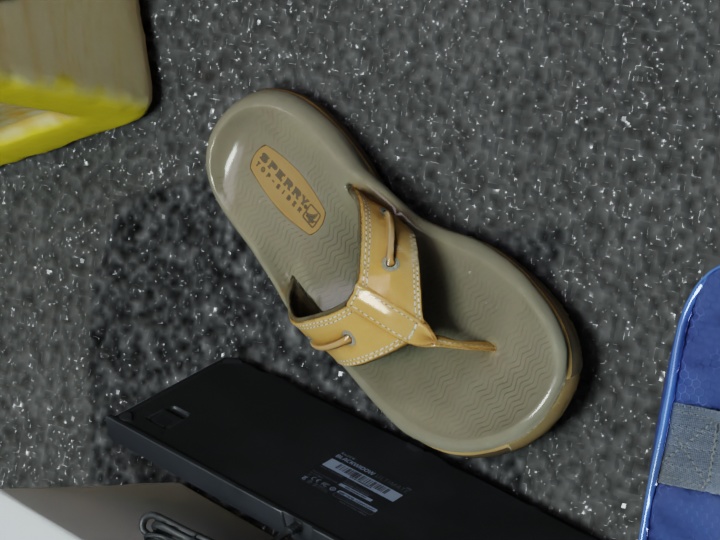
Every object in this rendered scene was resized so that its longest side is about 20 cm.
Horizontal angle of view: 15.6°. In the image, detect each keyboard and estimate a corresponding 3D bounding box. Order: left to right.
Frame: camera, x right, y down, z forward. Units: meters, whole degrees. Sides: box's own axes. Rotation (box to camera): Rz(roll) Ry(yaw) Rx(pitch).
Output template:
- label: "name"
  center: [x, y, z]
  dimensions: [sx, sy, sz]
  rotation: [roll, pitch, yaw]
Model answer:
- label: "keyboard"
  center: [-0.016, 0.094, 0.979]
  dimensions: [0.200, 0.127, 0.021]
  rotation: [24, 124, 33]

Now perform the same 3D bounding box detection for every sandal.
- label: "sandal"
  center: [0.000, 0.000, 1.012]
  dimensions: [0.200, 0.054, 0.080]
  rotation: [45, 110, 28]

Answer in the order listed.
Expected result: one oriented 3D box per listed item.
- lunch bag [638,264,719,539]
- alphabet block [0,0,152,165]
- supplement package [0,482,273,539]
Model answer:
- label: "lunch bag"
  center: [0.194, 0.074, 0.832]
  dimensions: [0.199, 0.132, 0.137]
  rotation: [9, 91, 34]
- label: "alphabet block"
  center: [-0.226, -0.145, 1.091]
  dimensions: [0.196, 0.195, 0.201]
  rotation: [-17, 78, 33]
- label: "supplement package"
  center: [-0.051, 0.174, 0.992]
  dimensions: [0.200, 0.120, 0.122]
  rotation: [26, 102, 32]
